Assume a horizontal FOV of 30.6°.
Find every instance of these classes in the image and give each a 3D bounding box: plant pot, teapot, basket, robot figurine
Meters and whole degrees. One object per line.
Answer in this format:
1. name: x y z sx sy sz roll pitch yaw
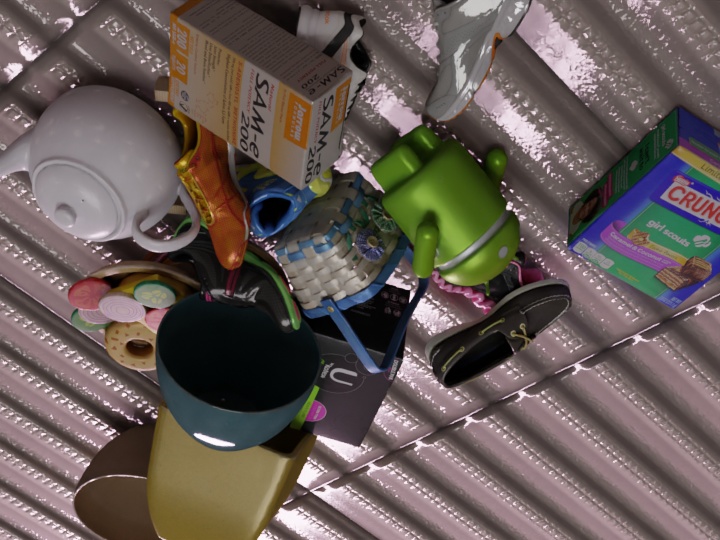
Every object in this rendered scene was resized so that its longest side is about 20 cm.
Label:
1. plant pot: -0.321 0.312 1.987 0.197 0.136 0.202 5 137 4
2. teapot: -0.305 -0.103 1.523 0.198 0.147 0.198 -14 125 35
3. plant pot: -0.157 0.139 1.594 0.197 0.201 0.136 13 131 -5
4. basket: 0.000 0.000 1.586 0.138 0.177 0.201 -13 126 36
5. plant pot: -0.185 0.281 1.802 0.192 0.195 0.202 21 103 7
6. robot figurine: 0.104 -0.069 1.517 0.201 0.176 0.115 50 142 -8

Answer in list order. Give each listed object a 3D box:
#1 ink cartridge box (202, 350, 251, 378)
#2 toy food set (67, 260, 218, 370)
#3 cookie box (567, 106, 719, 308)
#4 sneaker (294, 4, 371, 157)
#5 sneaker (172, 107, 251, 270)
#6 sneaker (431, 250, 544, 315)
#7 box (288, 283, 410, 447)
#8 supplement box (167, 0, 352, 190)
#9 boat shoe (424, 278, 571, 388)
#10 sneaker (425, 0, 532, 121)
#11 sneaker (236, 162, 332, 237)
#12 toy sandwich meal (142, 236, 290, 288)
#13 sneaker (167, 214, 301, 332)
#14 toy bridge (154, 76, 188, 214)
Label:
1. ink cartridge box: -0.183 0.120 1.772 0.098 0.040 0.200 -2 179 -18
2. toy food set: -0.272 0.054 1.669 0.198 0.049 0.198 -17 141 29
3. cookie box: 0.366 -0.068 1.528 0.170 0.076 0.200 27 133 -17
4. sneaker: -0.027 -0.200 1.457 0.079 0.074 0.201 1 137 4
5. sneaker: -0.174 -0.097 1.498 0.076 0.203 0.073 -9 172 -31
6. sneaker: 0.155 -0.007 1.630 0.095 0.080 0.199 -35 133 28
7. box: -0.034 0.113 1.745 0.147 0.125 0.201 16 135 -7
8. supplement box: -0.112 -0.195 1.409 0.199 0.073 0.127 33 140 20
9. boat shoe: 0.178 0.081 1.630 0.200 0.061 0.072 -29 132 8
10. sneaker: 0.105 -0.251 1.393 0.091 0.076 0.201 26 127 -7
11. sneaker: -0.130 -0.080 1.555 0.199 0.105 0.076 -20 111 37
12. toy sandwich meal: -0.189 0.028 1.719 0.202 0.071 0.207 5 136 4
13. sneaker: -0.151 0.016 1.586 0.199 0.084 0.077 37 169 18
14. toy bridge: -0.208 -0.146 1.573 0.066 0.027 0.201 6 136 0
